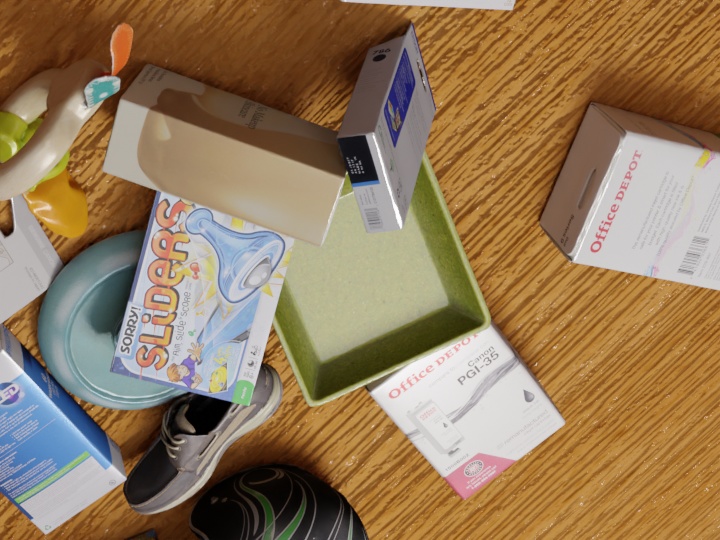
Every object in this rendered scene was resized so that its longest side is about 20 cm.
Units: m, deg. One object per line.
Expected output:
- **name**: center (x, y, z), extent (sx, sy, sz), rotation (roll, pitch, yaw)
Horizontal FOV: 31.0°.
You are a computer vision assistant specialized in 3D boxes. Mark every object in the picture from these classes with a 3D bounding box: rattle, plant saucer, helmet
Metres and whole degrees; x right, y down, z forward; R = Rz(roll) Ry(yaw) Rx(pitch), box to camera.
- **rattle**: center (-0.224, -0.104, 1.083), extent (0.199, 0.131, 0.143), rotation (-29, 114, 22)
- **plant saucer**: center (-0.209, 0.056, 1.251), extent (0.198, 0.027, 0.202), rotation (-11, 122, -18)
- **plant saucer**: center (0.000, 0.000, 1.256), extent (0.198, 0.048, 0.201), rotation (-24, 102, -4)
- **helmet**: center (-0.084, 0.315, 1.350), extent (0.198, 0.191, 0.202), rotation (-9, 121, -15)

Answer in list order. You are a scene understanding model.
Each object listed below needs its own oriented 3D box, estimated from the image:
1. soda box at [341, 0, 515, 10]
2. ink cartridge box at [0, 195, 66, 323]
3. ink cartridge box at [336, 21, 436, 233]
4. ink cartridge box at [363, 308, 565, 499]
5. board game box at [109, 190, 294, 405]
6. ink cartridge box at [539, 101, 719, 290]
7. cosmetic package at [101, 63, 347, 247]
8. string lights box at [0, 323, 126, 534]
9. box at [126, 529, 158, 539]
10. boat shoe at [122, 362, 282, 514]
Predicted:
- **soda box**: center (0.052, -0.267, 1.104), extent (0.199, 0.064, 0.069), rotation (-7, 124, -39)
- **ink cartridge box**: center (-0.379, -0.024, 1.145), extent (0.176, 0.045, 0.201), rotation (-41, 128, -24)
- **ink cartridge box**: center (0.026, -0.131, 1.153), extent (0.039, 0.201, 0.100), rotation (-7, 124, 19)
- **ink cartridge box**: center (0.102, 0.124, 1.370), extent (0.146, 0.083, 0.200), rotation (-37, 124, 5)
- **board game box**: center (-0.141, 0.011, 1.195), extent (0.134, 0.034, 0.202), rotation (14, 96, -10)
- **ink cartridge box**: center (0.304, -0.073, 1.325), extent (0.198, 0.088, 0.146), rotation (9, 115, -25)
- **cosmetic package**: center (-0.110, -0.101, 1.118), extent (0.198, 0.105, 0.072), rotation (18, 116, -5)
- **string lights box**: center (-0.327, 0.155, 1.255), extent (0.102, 0.059, 0.201), rotation (-33, 124, 1)
- **box**: center (-0.224, 0.424, 1.365), extent (0.121, 0.193, 0.201), rotation (-21, 123, -6)
- **boat shoe**: center (-0.169, 0.158, 1.296), extent (0.200, 0.074, 0.073), rotation (-46, 143, -1)
